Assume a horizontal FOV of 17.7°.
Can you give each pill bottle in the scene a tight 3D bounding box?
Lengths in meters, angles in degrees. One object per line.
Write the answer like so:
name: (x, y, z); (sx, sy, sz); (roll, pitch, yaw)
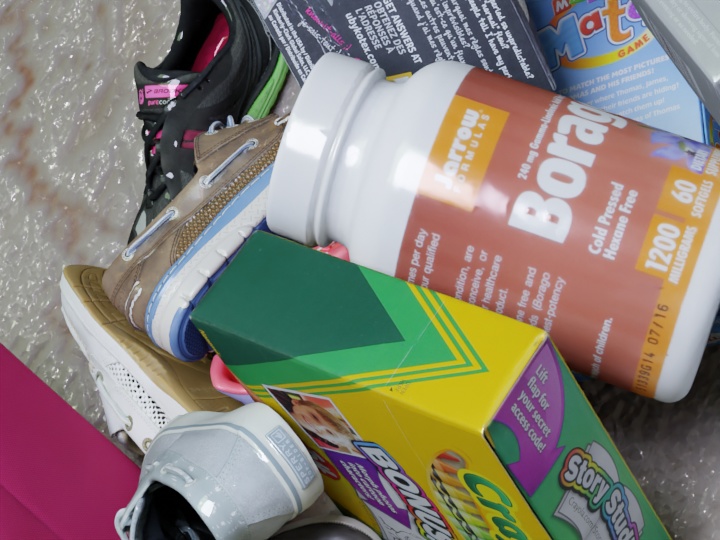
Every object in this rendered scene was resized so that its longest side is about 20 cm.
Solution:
pill bottle: (0.065, -0.025, 1.010); (0.198, 0.112, 0.113); (19, 82, 9)

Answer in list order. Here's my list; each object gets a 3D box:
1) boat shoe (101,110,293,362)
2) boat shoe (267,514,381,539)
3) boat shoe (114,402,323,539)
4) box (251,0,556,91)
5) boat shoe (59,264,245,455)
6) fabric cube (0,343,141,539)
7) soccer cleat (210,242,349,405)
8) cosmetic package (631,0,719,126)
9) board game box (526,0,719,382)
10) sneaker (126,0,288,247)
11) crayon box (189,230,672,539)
boat shoe: (-0.055, -0.046, 1.191); (0.072, 0.073, 0.200); (30, 61, 26)
boat shoe: (-0.061, 0.186, 1.130); (0.200, 0.067, 0.057); (-35, 26, 36)
boat shoe: (-0.082, 0.110, 1.087); (0.071, 0.070, 0.201); (-35, 1, -23)
box: (0.010, -0.159, 1.134); (0.114, 0.133, 0.200); (-25, 28, 7)
boat shoe: (-0.112, 0.067, 1.233); (0.200, 0.070, 0.070); (45, 122, 44)
fabric cube: (-0.231, 0.161, 1.146); (0.196, 0.199, 0.200); (-39, 20, 24)
soccer cleat: (0.000, 0.000, 1.137); (0.200, 0.076, 0.067); (-55, 38, 31)
cosmetic package: (0.221, -0.158, 1.042); (0.199, 0.090, 0.107); (-35, 55, 5)
board game box: (0.110, -0.048, 1.133); (0.150, 0.037, 0.202); (-17, 63, 31)
sneaker: (-0.099, -0.071, 1.261); (0.076, 0.084, 0.201); (-8, 59, 37)
crayon box: (0.040, 0.082, 1.020); (0.172, 0.200, 0.058); (21, 66, 41)
